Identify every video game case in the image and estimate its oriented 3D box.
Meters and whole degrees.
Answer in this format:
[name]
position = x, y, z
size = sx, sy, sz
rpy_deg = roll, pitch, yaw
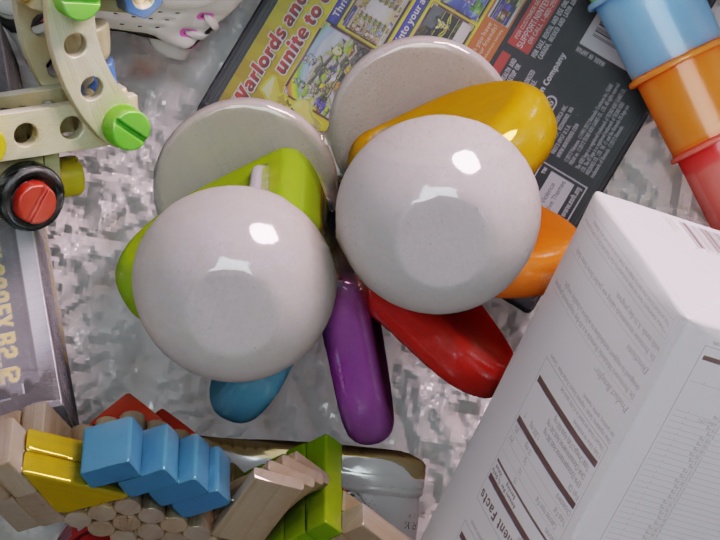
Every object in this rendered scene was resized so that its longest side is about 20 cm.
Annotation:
[video game case]
position = 0.052, -0.112, 1.207
size = 0.180, 0.026, 0.200
rpy_deg = 31, 87, 2

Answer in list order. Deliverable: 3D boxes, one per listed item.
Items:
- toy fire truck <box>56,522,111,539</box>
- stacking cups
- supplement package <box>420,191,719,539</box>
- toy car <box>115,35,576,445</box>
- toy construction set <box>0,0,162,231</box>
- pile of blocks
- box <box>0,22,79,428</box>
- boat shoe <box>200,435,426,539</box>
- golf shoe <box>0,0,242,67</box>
[toy fire truck]
position = -0.043, 0.187, 1.099
size = 0.200, 0.141, 0.049
rpy_deg = 26, 121, -16
[stacking cups]
position = 0.138, -0.114, 1.167
size = 0.060, 0.061, 0.200
rpy_deg = -28, 90, -2
[supplement package]
position = 0.115, 0.090, 1.066
size = 0.113, 0.110, 0.200
rpy_deg = 17, 112, -24
[toy car]
position = 0.000, 0.000, 1.115
size = 0.199, 0.175, 0.150
rpy_deg = -19, 112, 6
[toy construction set]
position = -0.173, -0.082, 1.090
size = 0.199, 0.092, 0.132
rpy_deg = -5, 111, -11
[pile of blocks]
position = -0.066, 0.081, 1.087
size = 0.200, 0.082, 0.062
rpy_deg = 18, 46, -22
[box]
position = -0.218, -0.003, 1.156
size = 0.158, 0.048, 0.201
rpy_deg = -13, 64, -1
[boat shoe]
position = -0.072, 0.108, 1.168
size = 0.199, 0.071, 0.070
rpy_deg = 5, 87, 1
[golf shoe]
position = -0.073, -0.146, 1.189
size = 0.199, 0.073, 0.092
rpy_deg = -9, 110, 11
